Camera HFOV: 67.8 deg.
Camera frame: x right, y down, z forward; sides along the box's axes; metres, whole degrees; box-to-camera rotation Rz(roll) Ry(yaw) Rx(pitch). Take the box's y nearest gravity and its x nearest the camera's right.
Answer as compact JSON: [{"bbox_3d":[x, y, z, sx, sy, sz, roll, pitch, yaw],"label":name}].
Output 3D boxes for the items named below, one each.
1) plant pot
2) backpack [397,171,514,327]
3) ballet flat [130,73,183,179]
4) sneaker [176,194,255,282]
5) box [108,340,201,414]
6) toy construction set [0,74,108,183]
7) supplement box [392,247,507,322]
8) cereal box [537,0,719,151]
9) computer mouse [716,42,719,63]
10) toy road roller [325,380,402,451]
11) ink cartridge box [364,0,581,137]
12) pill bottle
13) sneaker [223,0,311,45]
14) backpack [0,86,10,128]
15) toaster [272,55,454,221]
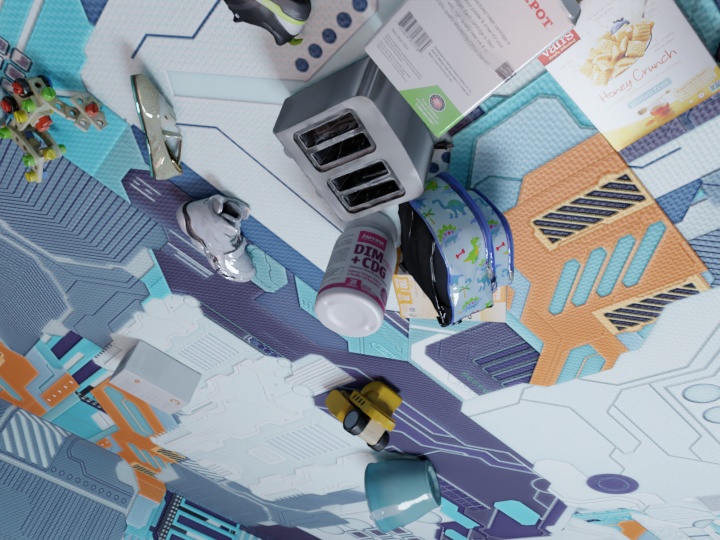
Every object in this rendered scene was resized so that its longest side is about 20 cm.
[{"bbox_3d":[0.135,0.658,1.602,0.187,0.201,0.201,-19,130,15],"label":"plant pot"},{"bbox_3d":[0.141,-0.045,0.822,0.146,0.183,0.201,-27,139,-7],"label":"backpack"},{"bbox_3d":[-0.323,-0.232,0.869,0.062,0.068,0.201,-8,145,-16],"label":"ballet flat"},{"bbox_3d":[-0.244,-0.059,1.008,0.114,0.075,0.200,-14,127,34],"label":"sneaker"},{"bbox_3d":[-0.570,0.302,1.493,0.200,0.098,0.124,38,134,-22],"label":"box"},{"bbox_3d":[-0.518,-0.241,0.883,0.199,0.092,0.132,-22,103,26],"label":"toy construction set"},{"bbox_3d":[0.165,0.026,0.975,0.198,0.074,0.126,1,137,16],"label":"supplement box"},{"bbox_3d":[0.318,-0.255,0.643,0.200,0.040,0.144,36,135,-22],"label":"cereal box"},{"bbox_3d":[0.486,-0.281,0.563,0.059,0.034,0.200,40,131,-22],"label":"computer mouse"},{"bbox_3d":[0.017,0.348,1.366,0.123,0.146,0.200,42,170,-28],"label":"toy road roller"},{"bbox_3d":[0.126,-0.279,0.619,0.146,0.084,0.200,48,132,-10],"label":"ink cartridge box"},{"bbox_3d":[0.000,0.000,0.902,0.112,0.201,0.114,9,139,8],"label":"pill bottle"},{"bbox_3d":[-0.157,-0.348,0.667,0.199,0.072,0.083,30,138,-15],"label":"sneaker"},{"bbox_3d":[-0.695,-0.276,0.876,0.199,0.127,0.167,20,150,-7],"label":"backpack"},{"bbox_3d":[0.002,-0.183,0.763,0.199,0.119,0.181,-15,131,30],"label":"toaster"}]
